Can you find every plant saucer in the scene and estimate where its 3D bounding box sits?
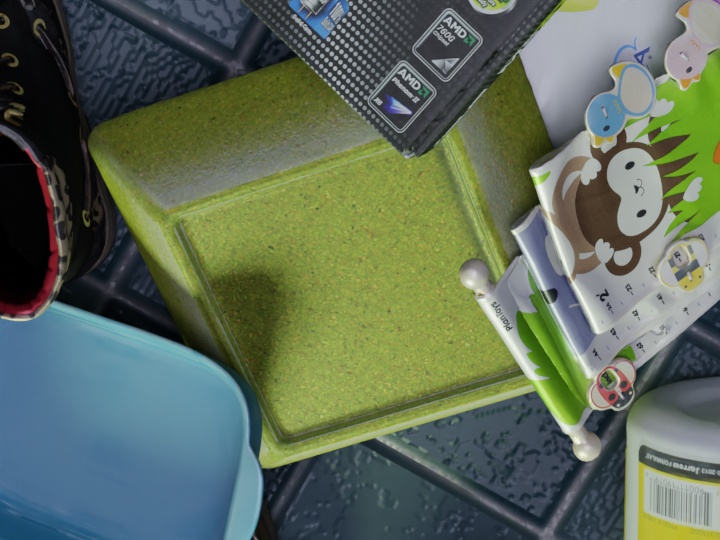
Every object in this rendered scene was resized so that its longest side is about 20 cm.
[{"bbox_3d":[0.000,0.000,0.944,0.199,0.048,0.201,-17,118,13],"label":"plant saucer"}]

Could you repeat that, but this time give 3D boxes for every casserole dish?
[{"bbox_3d":[-0.124,0.078,0.964,0.199,0.039,0.122,16,100,24],"label":"casserole dish"}]

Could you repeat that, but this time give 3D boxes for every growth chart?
[{"bbox_3d":[0.134,-0.026,0.921,0.200,0.018,0.145,-43,122,-2],"label":"growth chart"}]

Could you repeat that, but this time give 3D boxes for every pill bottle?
[{"bbox_3d":[0.180,0.159,0.987,0.111,0.112,0.201,-1,103,0],"label":"pill bottle"}]

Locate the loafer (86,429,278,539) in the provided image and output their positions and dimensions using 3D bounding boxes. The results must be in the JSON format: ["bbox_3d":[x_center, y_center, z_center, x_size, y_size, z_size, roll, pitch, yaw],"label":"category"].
[{"bbox_3d":[-0.067,0.153,1.004,0.073,0.071,0.201,-32,99,6],"label":"loafer"}]

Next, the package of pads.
[{"bbox_3d":[0.117,-0.149,0.942,0.154,0.068,0.201,11,102,-3],"label":"package of pads"}]

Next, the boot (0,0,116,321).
[{"bbox_3d":[-0.167,-0.076,0.915,0.073,0.151,0.201,-16,102,3],"label":"boot"}]

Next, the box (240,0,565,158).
[{"bbox_3d":[0.016,-0.182,0.841,0.200,0.048,0.193,44,109,4],"label":"box"}]
